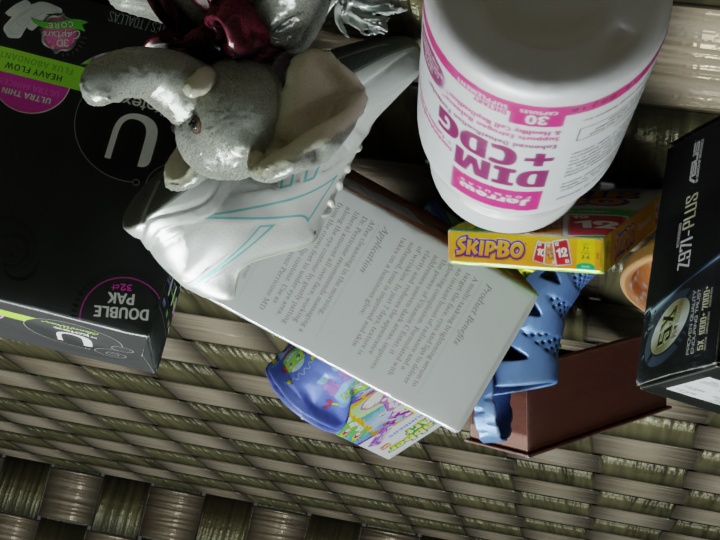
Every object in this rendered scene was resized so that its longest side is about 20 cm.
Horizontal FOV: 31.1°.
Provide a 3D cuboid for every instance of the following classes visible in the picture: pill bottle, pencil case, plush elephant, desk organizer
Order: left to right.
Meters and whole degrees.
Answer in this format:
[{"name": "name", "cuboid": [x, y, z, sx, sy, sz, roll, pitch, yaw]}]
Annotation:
[{"name": "plush elephant", "cuboid": [-0.074, -0.116, 0.649, 0.200, 0.155, 0.165, 24, 159, -30]}, {"name": "pencil case", "cuboid": [0.019, 0.038, 1.002, 0.087, 0.200, 0.078, 39, -170, -42]}, {"name": "pill bottle", "cuboid": [0.086, -0.097, 0.669, 0.113, 0.114, 0.200, 11, 162, 5]}, {"name": "desk organizer", "cuboid": [0.184, 0.098, 1.130, 0.200, 0.077, 0.072, -10, -168, -41]}]

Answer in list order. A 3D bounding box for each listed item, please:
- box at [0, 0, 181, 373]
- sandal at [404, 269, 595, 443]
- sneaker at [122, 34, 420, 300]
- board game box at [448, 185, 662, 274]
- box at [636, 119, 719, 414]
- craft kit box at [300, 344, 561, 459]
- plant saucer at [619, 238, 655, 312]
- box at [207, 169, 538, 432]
[{"name": "box", "cuboid": [-0.176, -0.054, 0.826, 0.148, 0.200, 0.124, 14, 164, -3]}, {"name": "sandal", "cuboid": [0.126, 0.059, 1.009, 0.087, 0.200, 0.079, 46, -167, 24]}, {"name": "sneaker", "cuboid": [-0.040, -0.063, 0.759, 0.080, 0.200, 0.070, 54, 174, -24]}, {"name": "board game box", "cuboid": [0.136, -0.031, 0.839, 0.095, 0.030, 0.200, 4, -169, 24]}, {"name": "box", "cuboid": [0.284, 0.015, 0.793, 0.200, 0.164, 0.086, 17, 161, -16]}, {"name": "craft kit box", "cuboid": [0.060, 0.081, 1.130, 0.200, 0.049, 0.197, -34, 155, 10]}, {"name": "plant saucer", "cuboid": [0.296, 0.007, 0.965, 0.200, 0.038, 0.200, 11, 161, 4]}, {"name": "box", "cuboid": [0.000, 0.000, 0.876, 0.200, 0.106, 0.152, 28, -172, -6]}]
